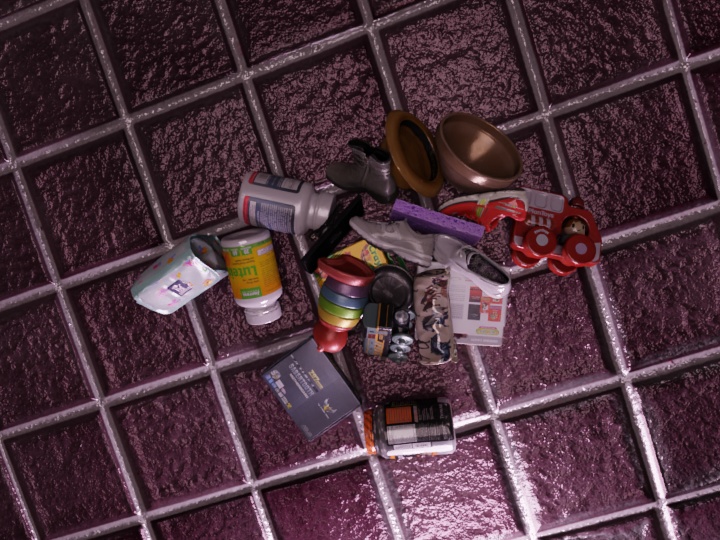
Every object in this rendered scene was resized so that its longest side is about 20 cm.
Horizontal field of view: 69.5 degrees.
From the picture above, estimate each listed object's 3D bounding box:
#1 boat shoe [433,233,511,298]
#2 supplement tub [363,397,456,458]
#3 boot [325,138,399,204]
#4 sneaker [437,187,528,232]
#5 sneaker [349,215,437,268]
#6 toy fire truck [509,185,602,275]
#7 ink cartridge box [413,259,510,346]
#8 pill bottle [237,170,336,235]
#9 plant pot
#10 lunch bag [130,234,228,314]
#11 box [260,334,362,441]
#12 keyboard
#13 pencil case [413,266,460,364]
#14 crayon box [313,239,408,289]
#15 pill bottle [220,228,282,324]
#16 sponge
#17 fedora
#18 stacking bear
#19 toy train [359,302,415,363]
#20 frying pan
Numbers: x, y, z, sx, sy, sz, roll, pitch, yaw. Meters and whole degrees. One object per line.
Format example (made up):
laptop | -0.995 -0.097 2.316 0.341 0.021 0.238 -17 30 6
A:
boat shoe | 0.225 -0.019 1.072 0.072 0.069 0.200 -40 67 -14
supplement tub | 0.111 0.357 1.175 0.198 0.123 0.124 -7 95 6
boot | -0.004 -0.228 1.099 0.199 0.131 0.068 26 62 32
sneaker | 0.257 -0.123 1.111 0.199 0.077 0.086 -4 96 35
sneaker | 0.071 -0.077 1.112 0.199 0.075 0.083 25 87 10
toy fire truck | 0.422 -0.089 1.121 0.198 0.112 0.170 12 78 3
ink cartridge box | 0.219 0.068 1.157 0.198 0.084 0.177 4 96 5
pill bottle | -0.160 -0.144 1.154 0.198 0.120 0.121 12 96 4
plant pot | 0.236 -0.233 1.103 0.200 0.201 0.093 33 138 1
lunch bag | -0.392 0.006 1.148 0.170 0.200 0.123 -32 92 6
box | -0.114 0.275 1.224 0.157 0.051 0.201 -35 91 6
keyboard | -0.062 -0.088 1.121 0.021 0.127 0.200 34 73 18
pencil case | 0.158 0.093 1.084 0.089 0.078 0.202 -3 95 24
crayon box | 0.000 0.000 1.188 0.199 0.051 0.128 -26 92 6
pill bottle | -0.239 0.015 1.173 0.110 0.111 0.202 -9 106 6
sponge | 0.162 -0.102 1.132 0.198 0.112 0.030 19 83 3
fedora | 0.100 -0.242 1.122 0.081 0.200 0.202 -22 94 41
stacking bear | -0.048 0.082 1.122 0.113 0.121 0.202 28 111 28
toy train | 0.056 0.138 1.135 0.113 0.201 0.086 8 60 2
frying pan | 0.034 0.059 1.145 0.189 0.031 0.115 -27 101 23
